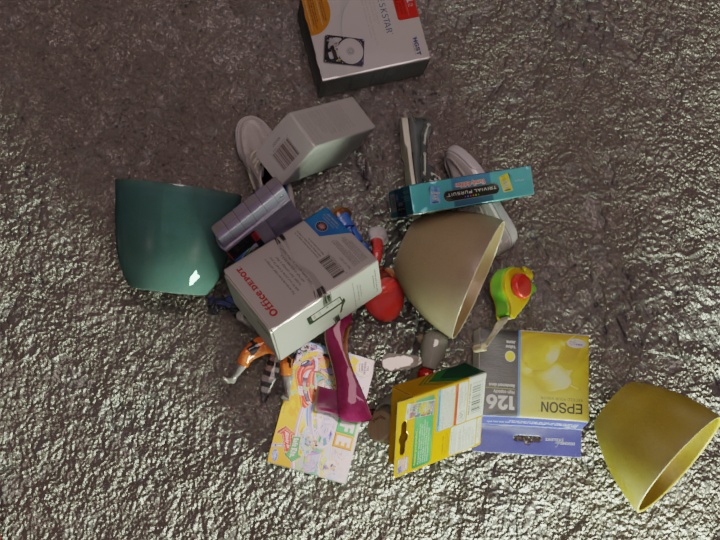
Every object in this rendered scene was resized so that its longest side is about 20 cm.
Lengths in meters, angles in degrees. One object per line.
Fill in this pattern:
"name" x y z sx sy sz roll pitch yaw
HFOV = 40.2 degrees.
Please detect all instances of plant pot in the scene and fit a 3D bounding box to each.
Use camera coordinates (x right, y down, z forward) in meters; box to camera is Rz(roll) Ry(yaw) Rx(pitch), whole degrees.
"plant pot" 0.130 -0.013 1.565 0.132 0.201 0.203 25 75 13
"plant pot" 0.462 0.266 1.592 0.199 0.201 0.142 -40 61 -14
"plant pot" -0.292 -0.048 1.535 0.196 0.201 0.165 7 90 -7

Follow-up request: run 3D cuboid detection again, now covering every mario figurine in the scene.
"mario figurine" 0.000 0.000 1.636 0.105 0.123 0.202 -16 67 -54

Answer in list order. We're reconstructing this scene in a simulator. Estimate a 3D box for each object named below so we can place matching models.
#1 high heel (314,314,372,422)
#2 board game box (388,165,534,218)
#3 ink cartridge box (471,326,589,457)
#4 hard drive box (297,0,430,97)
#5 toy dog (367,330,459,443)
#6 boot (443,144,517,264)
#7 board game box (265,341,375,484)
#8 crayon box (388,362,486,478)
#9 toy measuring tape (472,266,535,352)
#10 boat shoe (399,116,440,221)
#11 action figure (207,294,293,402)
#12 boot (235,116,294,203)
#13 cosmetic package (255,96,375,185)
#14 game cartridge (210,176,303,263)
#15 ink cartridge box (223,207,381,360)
"high heel" -0.012 0.134 1.551 0.094 0.067 0.205 8 81 13
"board game box" 0.157 -0.123 1.562 0.195 0.151 0.048 -10 93 -10
"ink cartridge box" 0.284 0.202 1.639 0.193 0.047 0.205 4 75 -8
"hard drive box" 0.004 -0.406 1.707 0.196 0.077 0.159 -14 81 -11
"toy dog" 0.067 0.189 1.587 0.095 0.133 0.201 24 66 37
"boot" 0.179 -0.109 1.671 0.095 0.074 0.202 -31 85 -20
"board game box" -0.063 0.227 1.587 0.132 0.034 0.204 16 76 -5
"crayon box" 0.109 0.231 1.533 0.197 0.051 0.129 -12 111 -41
"toy measuring tape" 0.230 0.051 1.630 0.074 0.074 0.200 44 53 2
"boat shoe" 0.107 -0.168 1.675 0.060 0.073 0.205 -6 74 -5
"action figure" -0.158 0.101 1.586 0.196 0.105 0.197 9 65 25
"boot" -0.151 -0.173 1.618 0.072 0.096 0.203 -21 82 -12
"cosmetic package" -0.070 -0.212 1.590 0.074 0.101 0.199 51 32 5
"game cartridge" -0.149 -0.055 1.520 0.129 0.200 0.038 -42 69 -6
"ink cartridge box" -0.088 0.018 1.501 0.198 0.085 0.146 -32 54 -17
